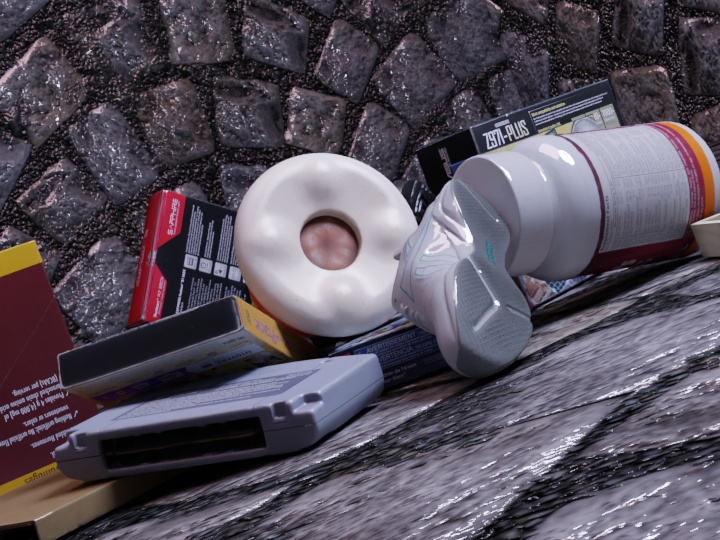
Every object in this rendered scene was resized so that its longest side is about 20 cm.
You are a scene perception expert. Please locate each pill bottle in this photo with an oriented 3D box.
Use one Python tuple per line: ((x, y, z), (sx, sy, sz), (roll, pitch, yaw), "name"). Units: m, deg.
((0.170, -0.051, 1.140), (0.198, 0.111, 0.109), (-10, -4, -32), "pill bottle")

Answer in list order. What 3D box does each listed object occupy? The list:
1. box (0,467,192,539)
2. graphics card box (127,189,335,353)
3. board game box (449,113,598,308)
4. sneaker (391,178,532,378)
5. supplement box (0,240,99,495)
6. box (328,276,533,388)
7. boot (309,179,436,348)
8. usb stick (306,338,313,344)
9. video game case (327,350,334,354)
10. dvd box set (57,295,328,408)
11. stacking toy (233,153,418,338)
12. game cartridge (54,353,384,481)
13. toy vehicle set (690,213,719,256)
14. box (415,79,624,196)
((-0.200, 0.156, 1.047), (0.162, 0.021, 0.199), (-16, 3, 39), "box")
((-0.111, 0.012, 1.397), (0.198, 0.127, 0.051), (14, -17, -26), "graphics card box")
((0.167, -0.053, 1.319), (0.034, 0.137, 0.199), (-19, 2, 41), "board game box")
((0.063, 0.019, 1.000), (0.080, 0.070, 0.201), (-44, 21, 22), "sneaker")
((-0.343, 0.109, 1.266), (0.196, 0.202, 0.132), (-22, 2, -28), "supplement box")
((0.059, 0.045, 1.146), (0.136, 0.040, 0.200), (-20, 2, 10), "box")
((0.000, 0.003, 1.291), (0.156, 0.080, 0.211), (-7, -31, 15), "boot")
((-0.103, 0.087, 1.347), (0.055, 0.033, 0.199), (-10, -4, -31), "usb stick")
((-0.106, 0.114, 1.337), (0.198, 0.019, 0.143), (-21, 1, 20), "video game case")
((-0.115, 0.077, 1.127), (0.145, 0.030, 0.200), (-19, -21, 15), "dvd box set")
((-0.042, 0.010, 1.198), (0.145, 0.147, 0.200), (-21, -15, -21), "stacking toy")
((-0.089, 0.097, 1.008), (0.198, 0.042, 0.133), (-11, 3, 25), "game cartridge")
((0.318, -0.044, 1.039), (0.123, 0.027, 0.200), (-21, 2, -4), "toy vehicle set")
((0.172, -0.074, 1.432), (0.199, 0.165, 0.086), (-23, 3, -37), "box")
